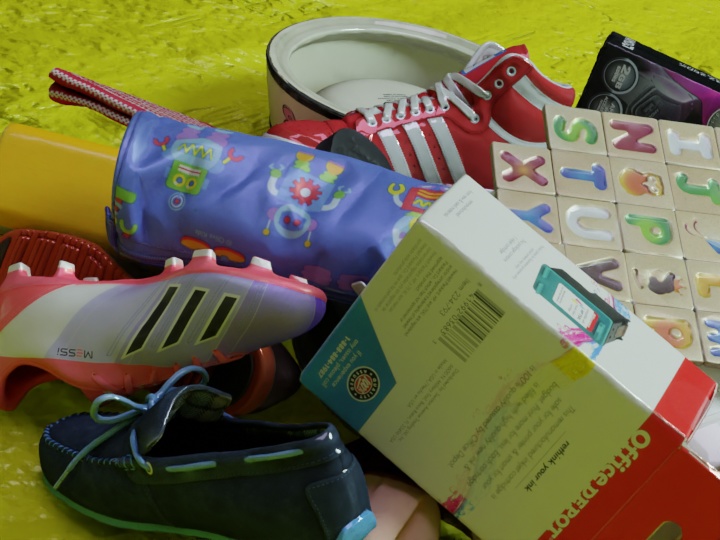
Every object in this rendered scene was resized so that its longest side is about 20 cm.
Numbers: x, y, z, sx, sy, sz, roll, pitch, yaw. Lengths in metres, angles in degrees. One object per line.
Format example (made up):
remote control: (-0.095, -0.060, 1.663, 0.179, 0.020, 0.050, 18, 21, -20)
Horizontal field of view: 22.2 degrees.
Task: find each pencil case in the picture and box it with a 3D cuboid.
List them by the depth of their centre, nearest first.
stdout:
pencil case: (-0.040, -0.023, 0.973, 0.198, 0.078, 0.087, 14, 52, 10)

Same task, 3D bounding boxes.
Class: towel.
towel: (-0.093, -0.075, 1.163, 0.144, 0.023, 0.200, 26, 4, 25)

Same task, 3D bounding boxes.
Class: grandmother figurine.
grandmother figurine: (0.019, 0.116, 0.912, 0.121, 0.061, 0.200, 25, 33, 6)

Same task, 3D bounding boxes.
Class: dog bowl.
dog bowl: (0.025, -0.108, 1.303, 0.198, 0.074, 0.201, 10, 28, -5)

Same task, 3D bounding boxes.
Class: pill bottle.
pill bottle: (0.138, 0.044, 0.983, 0.116, 0.117, 0.201, -7, 53, -31)

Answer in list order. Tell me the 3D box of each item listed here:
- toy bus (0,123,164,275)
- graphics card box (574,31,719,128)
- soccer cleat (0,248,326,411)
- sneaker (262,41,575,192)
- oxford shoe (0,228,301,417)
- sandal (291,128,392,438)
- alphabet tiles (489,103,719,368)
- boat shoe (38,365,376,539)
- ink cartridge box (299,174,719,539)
toy bus: (-0.114, -0.026, 1.073, 0.198, 0.066, 0.078, 14, -14, 5)
graphics card box: (0.226, -0.059, 1.200, 0.199, 0.126, 0.051, 26, 21, 6)
soccer cleat: (-0.106, 0.034, 0.930, 0.198, 0.077, 0.067, -1, -15, 28)
sneaker: (0.041, -0.099, 1.157, 0.198, 0.113, 0.071, 10, 13, -15)
oxford shoe: (-0.123, 0.033, 1.018, 0.199, 0.072, 0.072, 25, 5, 25)
sandal: (0.000, -0.001, 1.035, 0.076, 0.043, 0.202, 28, 47, -39)
alphabet tiles: (0.167, -0.018, 0.961, 0.198, 0.006, 0.167, 7, 49, -11)
boat shoe: (-0.074, 0.082, 0.874, 0.199, 0.069, 0.084, 4, 25, 32)
ink cartridge box: (0.085, 0.067, 0.878, 0.200, 0.116, 0.067, 40, 32, 5)
